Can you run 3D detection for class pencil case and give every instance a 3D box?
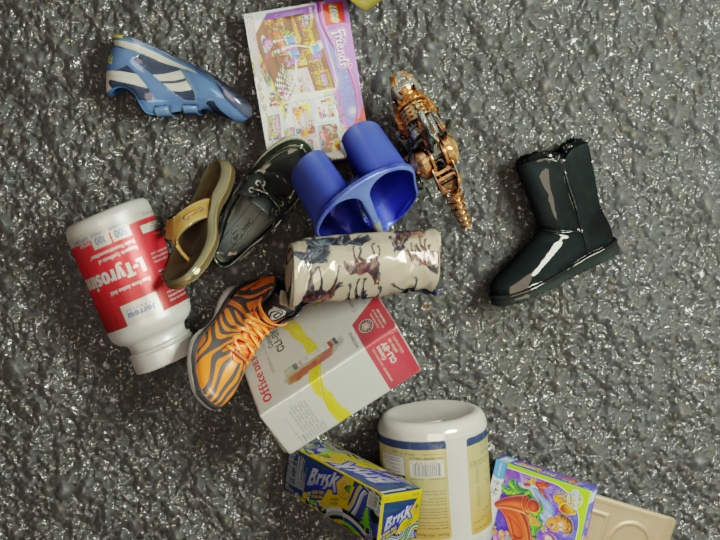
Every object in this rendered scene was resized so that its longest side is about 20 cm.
[{"bbox_3d":[0.000,0.000,1.081,0.196,0.078,0.091,-5,129,-13],"label":"pencil case"}]

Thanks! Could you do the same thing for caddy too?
[{"bbox_3d":[-0.001,-0.090,1.108,0.140,0.200,0.106,-31,74,-1],"label":"caddy"}]

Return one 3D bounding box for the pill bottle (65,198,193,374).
[{"bbox_3d":[-0.282,0.021,1.138,0.110,0.112,0.203,-22,96,-1],"label":"pill bottle"}]

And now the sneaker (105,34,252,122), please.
[{"bbox_3d":[-0.232,-0.225,1.143,0.197,0.074,0.084,24,95,2],"label":"sneaker"}]

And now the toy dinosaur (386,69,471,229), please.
[{"bbox_3d":[0.082,-0.148,1.135,0.100,0.136,0.204,-7,95,-4],"label":"toy dinosaur"}]

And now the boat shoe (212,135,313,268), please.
[{"bbox_3d":[-0.128,-0.081,1.137,0.074,0.066,0.199,41,107,-17],"label":"boat shoe"}]

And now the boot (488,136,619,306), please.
[{"bbox_3d":[0.231,-0.066,1.180,0.197,0.076,0.171,-25,100,-8],"label":"boot"}]

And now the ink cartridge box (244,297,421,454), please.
[{"bbox_3d":[-0.044,0.112,1.136,0.198,0.146,0.084,-33,126,-1],"label":"ink cartridge box"}]

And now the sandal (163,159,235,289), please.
[{"bbox_3d":[-0.208,-0.064,1.113,0.054,0.079,0.203,38,49,-35],"label":"sandal"}]

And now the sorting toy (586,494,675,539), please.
[{"bbox_3d":[0.322,0.404,1.252,0.196,0.036,0.189,17,94,-9],"label":"sorting toy"}]

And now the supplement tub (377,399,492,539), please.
[{"bbox_3d":[0.098,0.281,1.168,0.141,0.144,0.205,-4,95,-3],"label":"supplement tub"}]

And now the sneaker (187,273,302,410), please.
[{"bbox_3d":[-0.138,0.072,1.101,0.111,0.202,0.078,-24,125,31],"label":"sneaker"}]

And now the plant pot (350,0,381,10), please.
[{"bbox_3d":[0.029,-0.428,1.089,0.189,0.201,0.201,-42,96,16],"label":"plant pot"}]

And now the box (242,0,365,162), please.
[{"bbox_3d":[-0.068,-0.237,1.166,0.134,0.039,0.204,-9,95,-2],"label":"box"}]

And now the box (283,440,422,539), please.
[{"bbox_3d":[-0.013,0.275,1.133,0.069,0.198,0.066,3,97,-39],"label":"box"}]

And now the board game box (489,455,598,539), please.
[{"bbox_3d":[0.225,0.366,1.199,0.132,0.045,0.204,13,92,27],"label":"board game box"}]
